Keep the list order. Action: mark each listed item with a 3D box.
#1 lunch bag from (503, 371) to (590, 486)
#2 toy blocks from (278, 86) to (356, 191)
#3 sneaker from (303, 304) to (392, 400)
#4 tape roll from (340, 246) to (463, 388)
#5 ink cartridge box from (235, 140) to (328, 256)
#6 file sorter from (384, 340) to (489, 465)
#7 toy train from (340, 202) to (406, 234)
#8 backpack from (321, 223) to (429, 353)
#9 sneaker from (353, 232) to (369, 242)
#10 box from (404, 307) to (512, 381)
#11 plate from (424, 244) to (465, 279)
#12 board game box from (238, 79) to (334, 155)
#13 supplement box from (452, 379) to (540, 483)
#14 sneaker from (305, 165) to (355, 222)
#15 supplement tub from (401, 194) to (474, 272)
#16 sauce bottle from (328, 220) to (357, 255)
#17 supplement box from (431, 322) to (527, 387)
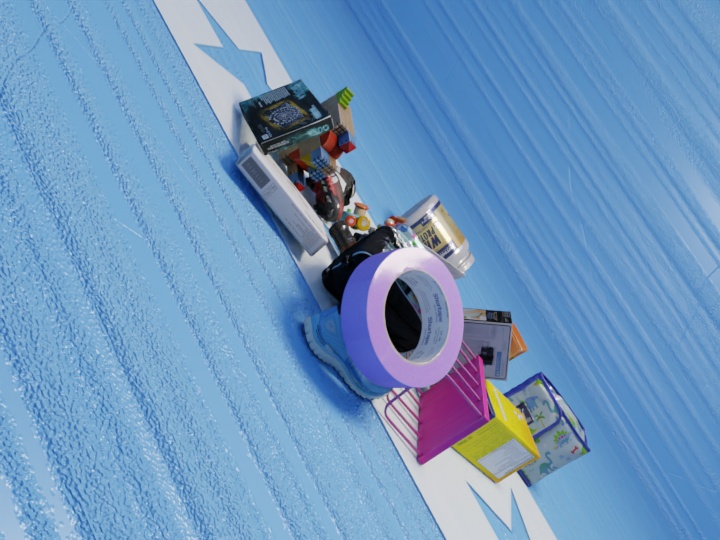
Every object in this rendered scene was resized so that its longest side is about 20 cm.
[{"bbox_3d":[0.389,0.347,1.635,0.202,0.168,0.128,54,17,-7],"label":"lunch bag"},{"bbox_3d":[-0.084,-0.237,1.395,0.099,0.197,0.140,35,38,-48],"label":"toy blocks"},{"bbox_3d":[0.002,0.124,1.119,0.200,0.089,0.079,43,21,-36],"label":"sneaker"},{"bbox_3d":[0.065,0.071,1.093,0.196,0.065,0.207,8,78,-38],"label":"tape roll"},{"bbox_3d":[-0.137,-0.132,1.284,0.201,0.043,0.174,51,4,-15],"label":"ink cartridge box"},{"bbox_3d":[0.123,0.193,1.245,0.126,0.138,0.201,49,18,-13],"label":"file sorter"},{"bbox_3d":[0.029,-0.101,1.470,0.196,0.057,0.150,20,0,22],"label":"toy train"},{"bbox_3d":[0.052,0.035,1.243,0.150,0.177,0.202,-40,96,-37],"label":"backpack"},{"bbox_3d":[0.026,-0.029,1.458,0.080,0.075,0.200,34,-1,-18],"label":"sneaker"},{"bbox_3d":[0.179,0.133,1.361,0.060,0.194,0.120,-66,160,-69],"label":"box"},{"bbox_3d":[0.133,-0.031,1.654,0.197,0.033,0.200,34,-4,-2],"label":"plate"},{"bbox_3d":[-0.138,-0.282,1.330,0.201,0.132,0.029,-122,-168,-52],"label":"board game box"},{"bbox_3d":[0.246,0.305,1.424,0.200,0.108,0.111,43,21,-36],"label":"supplement box"},{"bbox_3d":[-0.048,-0.156,1.447,0.095,0.072,0.202,11,28,-19],"label":"sneaker"},{"bbox_3d":[0.191,-0.074,1.891,0.202,0.143,0.145,53,18,-8],"label":"supplement tub"},{"bbox_3d":[0.000,0.000,1.383,0.203,0.064,0.064,60,18,18],"label":"sauce bottle"},{"bbox_3d":[0.228,0.180,1.447,0.070,0.197,0.066,62,19,16],"label":"supplement box"}]
